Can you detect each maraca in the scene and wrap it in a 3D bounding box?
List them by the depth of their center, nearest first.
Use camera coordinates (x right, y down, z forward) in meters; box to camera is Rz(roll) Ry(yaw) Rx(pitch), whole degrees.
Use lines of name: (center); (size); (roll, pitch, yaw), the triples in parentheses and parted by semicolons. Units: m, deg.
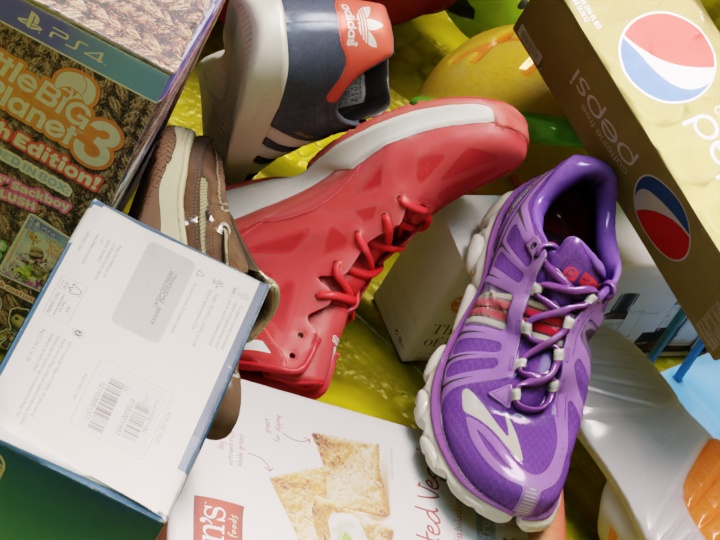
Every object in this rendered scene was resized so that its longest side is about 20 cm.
maraca: (0.098, -0.077, 1.435); (0.137, 0.107, 0.200); (3, 6, -12)

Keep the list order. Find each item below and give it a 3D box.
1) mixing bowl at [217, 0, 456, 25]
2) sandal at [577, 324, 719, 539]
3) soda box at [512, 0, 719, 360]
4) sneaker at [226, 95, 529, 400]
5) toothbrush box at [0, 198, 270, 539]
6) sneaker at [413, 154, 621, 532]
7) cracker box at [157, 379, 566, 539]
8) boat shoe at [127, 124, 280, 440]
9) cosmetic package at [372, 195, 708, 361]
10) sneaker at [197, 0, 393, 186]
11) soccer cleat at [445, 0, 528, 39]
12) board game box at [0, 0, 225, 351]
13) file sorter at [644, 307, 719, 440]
mixing bowl: (-0.046, -0.199, 1.469); (0.108, 0.200, 0.200); (-36, 70, -21)
sandal: (0.150, 0.112, 1.341); (0.079, 0.059, 0.207); (-12, 50, -25)
soda box: (0.157, -0.062, 1.309); (0.068, 0.064, 0.200); (-24, 76, -22)
sneaker: (0.000, 0.000, 1.309); (0.078, 0.200, 0.116); (41, 30, -58)
toothbrush box: (-0.126, 0.096, 1.089); (0.085, 0.200, 0.147); (27, 39, -4)
sneaker: (0.081, 0.027, 1.272); (0.080, 0.083, 0.200); (21, 56, -15)
cracker box: (-0.003, 0.131, 1.235); (0.199, 0.058, 0.134); (16, 42, -15)
boat shoe: (-0.076, 0.010, 1.238); (0.075, 0.075, 0.203); (19, 37, -10)
cosmetic package: (0.114, 0.005, 1.414); (0.199, 0.083, 0.051); (-1, 49, -30)
sneaker: (-0.031, -0.086, 1.339); (0.084, 0.200, 0.075); (-5, 80, -13)
soccer cleat: (0.032, -0.203, 1.533); (0.067, 0.081, 0.200); (-37, 59, -18)
board game box: (-0.138, -0.087, 1.268); (0.097, 0.200, 0.160); (27, 40, -3)
file sorter: (0.254, 0.060, 1.410); (0.200, 0.123, 0.139); (-19, 59, -41)
